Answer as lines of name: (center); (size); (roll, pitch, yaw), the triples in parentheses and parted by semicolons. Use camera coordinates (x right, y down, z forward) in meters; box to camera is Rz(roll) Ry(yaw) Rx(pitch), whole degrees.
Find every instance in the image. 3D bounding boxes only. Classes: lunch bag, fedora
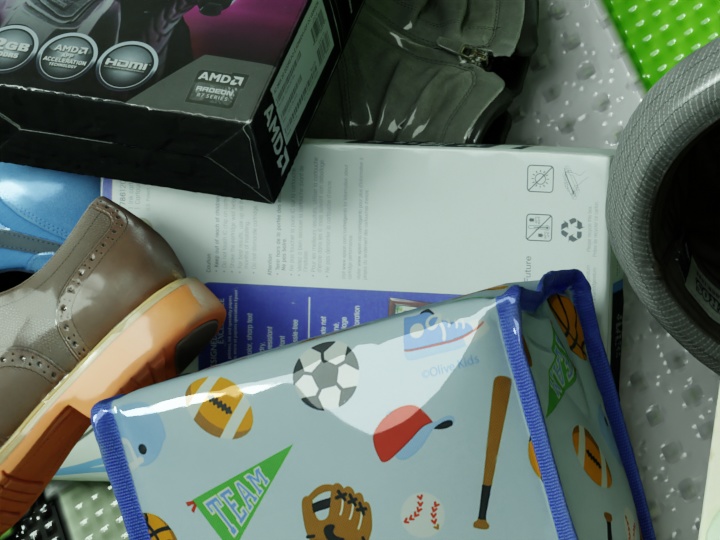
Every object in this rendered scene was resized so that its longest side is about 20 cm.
lunch bag: (0.020, 0.117, 1.052); (0.169, 0.124, 0.201); (-17, 89, 21)
fedora: (0.187, -0.036, 1.026); (0.199, 0.177, 0.091); (-14, 33, 26)

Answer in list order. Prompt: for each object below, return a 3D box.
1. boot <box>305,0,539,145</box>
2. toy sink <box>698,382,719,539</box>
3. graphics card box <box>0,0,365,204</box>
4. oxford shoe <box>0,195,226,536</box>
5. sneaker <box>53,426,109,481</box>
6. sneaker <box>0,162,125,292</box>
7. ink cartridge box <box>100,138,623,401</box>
boot: (0.013, -0.113, 1.204); (0.130, 0.068, 0.201); (4, 53, 9)
toy sink: (0.182, 0.083, 0.928); (0.130, 0.200, 0.113); (-1, 68, 30)
graphics card box: (-0.059, -0.121, 1.141); (0.125, 0.051, 0.201); (10, 55, 19)
oxford shoe: (-0.146, 0.055, 1.100); (0.200, 0.071, 0.073); (-40, 80, -4)
sneaker: (-0.117, 0.047, 1.197); (0.199, 0.072, 0.072); (-9, 63, 25)
sneaker: (-0.177, -0.015, 1.185); (0.199, 0.066, 0.079); (1, 85, 29)
ink cartridge box: (0.000, 0.000, 1.119); (0.199, 0.039, 0.100); (4, 97, 14)
